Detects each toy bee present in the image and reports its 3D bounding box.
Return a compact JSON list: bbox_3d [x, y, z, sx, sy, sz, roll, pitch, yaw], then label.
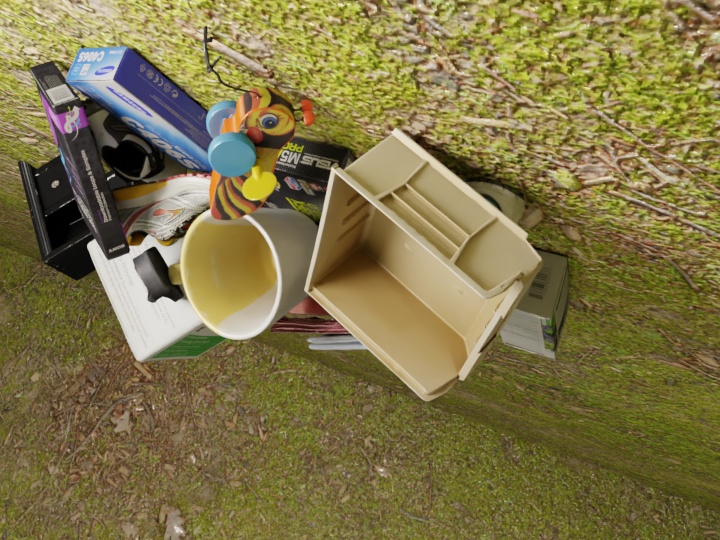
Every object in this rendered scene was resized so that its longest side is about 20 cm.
[{"bbox_3d":[-0.099,-0.129,0.762,0.106,0.134,0.201,-2,159,-11],"label":"toy bee"}]

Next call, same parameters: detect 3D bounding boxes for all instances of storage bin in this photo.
[{"bbox_3d":[0.055,0.003,0.778,0.198,0.093,0.202,41,146,16],"label":"storage bin"}]

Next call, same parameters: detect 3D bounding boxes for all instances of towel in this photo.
[{"bbox_3d":[-0.022,0.072,1.033,0.140,0.023,0.200,0,177,14],"label":"towel"}]

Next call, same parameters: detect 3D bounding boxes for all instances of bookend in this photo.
[{"bbox_3d":[-0.432,-0.126,1.267,0.197,0.202,0.092,-28,156,6],"label":"bookend"}]

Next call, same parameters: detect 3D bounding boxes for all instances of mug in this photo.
[{"bbox_3d":[-0.129,-0.019,0.953,0.184,0.152,0.152,30,-156,21],"label":"mug"}]

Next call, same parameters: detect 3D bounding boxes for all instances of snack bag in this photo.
[{"bbox_3d":[0.043,0.096,1.071,0.194,0.022,0.188,0,177,14],"label":"snack bag"}]

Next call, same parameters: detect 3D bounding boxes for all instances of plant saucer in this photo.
[{"bbox_3d":[-0.018,0.049,1.157,0.194,0.038,0.200,2,179,6],"label":"plant saucer"}]

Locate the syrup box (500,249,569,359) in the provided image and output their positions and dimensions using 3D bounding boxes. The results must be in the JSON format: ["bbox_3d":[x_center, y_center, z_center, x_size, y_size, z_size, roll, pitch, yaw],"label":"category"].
[{"bbox_3d":[0.221,0.044,0.995,0.080,0.081,0.200,15,165,21],"label":"syrup box"}]

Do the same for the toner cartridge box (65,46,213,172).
[{"bbox_3d":[-0.232,-0.181,0.900,0.093,0.044,0.199,10,163,37],"label":"toner cartridge box"}]

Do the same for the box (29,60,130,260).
[{"bbox_3d":[-0.337,-0.131,0.933,0.143,0.035,0.204,43,150,48],"label":"box"}]

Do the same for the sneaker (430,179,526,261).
[{"bbox_3d":[0.089,-0.049,0.838,0.077,0.081,0.198,28,166,-30],"label":"sneaker"}]

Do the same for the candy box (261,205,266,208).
[{"bbox_3d":[-0.121,-0.062,1.165,0.196,0.058,0.117,14,167,24],"label":"candy box"}]

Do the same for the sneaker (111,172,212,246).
[{"bbox_3d":[-0.228,-0.076,0.992,0.195,0.085,0.078,-9,-179,22],"label":"sneaker"}]

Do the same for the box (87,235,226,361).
[{"bbox_3d":[-0.270,0.013,1.201,0.203,0.169,0.199,61,-171,11],"label":"box"}]

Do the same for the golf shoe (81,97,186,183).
[{"bbox_3d":[-0.287,-0.141,0.998,0.077,0.096,0.200,-28,152,12],"label":"golf shoe"}]

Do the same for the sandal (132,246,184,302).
[{"bbox_3d":[-0.269,0.009,0.995,0.077,0.042,0.200,60,173,1],"label":"sandal"}]

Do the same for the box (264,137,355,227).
[{"bbox_3d":[-0.061,-0.099,0.953,0.157,0.045,0.200,16,166,20],"label":"box"}]
